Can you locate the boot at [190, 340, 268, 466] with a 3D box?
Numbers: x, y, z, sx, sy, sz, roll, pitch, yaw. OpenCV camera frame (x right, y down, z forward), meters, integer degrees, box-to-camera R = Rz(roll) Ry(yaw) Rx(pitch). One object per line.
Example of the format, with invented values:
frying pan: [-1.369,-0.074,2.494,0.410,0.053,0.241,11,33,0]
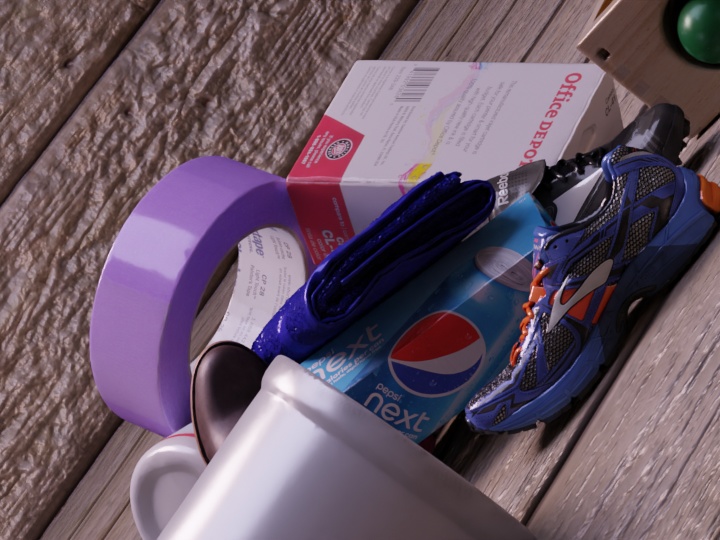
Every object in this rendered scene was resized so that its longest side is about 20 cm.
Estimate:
boot: [-0.045,0.127,1.625,0.072,0.201,0.166,-19,-7,-13]

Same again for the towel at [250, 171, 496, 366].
towel: [0.000,0.000,1.678,0.147,0.050,0.200,-35,-3,-17]

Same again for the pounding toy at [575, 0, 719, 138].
pounding toy: [0.226,-0.209,1.679,0.184,0.142,0.200,-47,8,39]

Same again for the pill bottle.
pill bottle: [-0.059,0.133,1.808,0.200,0.109,0.109,-30,-12,-48]

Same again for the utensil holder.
utensil holder: [-0.033,0.173,1.355,0.200,0.170,0.170,-54,7,-5]

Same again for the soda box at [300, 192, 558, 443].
soda box: [0.051,0.044,1.637,0.200,0.064,0.068,-38,27,10]

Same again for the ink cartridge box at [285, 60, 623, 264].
ink cartridge box: [0.069,-0.074,1.827,0.199,0.086,0.148,5,41,26]

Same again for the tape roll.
tape roll: [-0.103,0.024,1.843,0.200,0.065,0.201,-37,-42,-44]

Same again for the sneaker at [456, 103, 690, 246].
sneaker: [0.127,-0.042,1.682,0.200,0.090,0.067,-49,14,28]

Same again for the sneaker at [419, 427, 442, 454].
sneaker: [0.017,0.103,1.756,0.087,0.074,0.200,-35,22,48]

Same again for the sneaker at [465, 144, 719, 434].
sneaker: [0.122,0.011,1.517,0.200,0.078,0.075,-52,6,1]
